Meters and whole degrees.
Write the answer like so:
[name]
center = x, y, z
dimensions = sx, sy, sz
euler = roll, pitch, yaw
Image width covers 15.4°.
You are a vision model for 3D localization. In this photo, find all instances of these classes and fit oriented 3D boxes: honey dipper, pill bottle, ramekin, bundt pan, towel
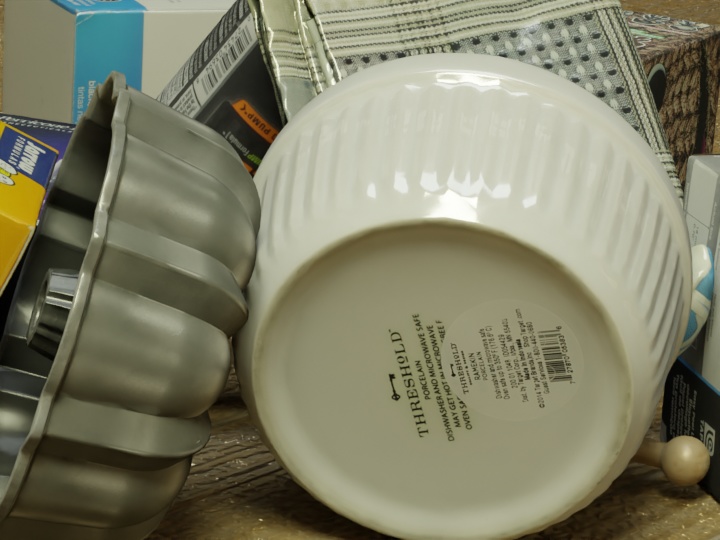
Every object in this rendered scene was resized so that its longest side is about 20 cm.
[honey dipper]
center = 0.071, 0.067, 1.240
dimensions = 0.199, 0.038, 0.038
euler = 11, 17, 28
[pill bottle]
center = -0.059, -0.072, 1.431
dimensions = 0.106, 0.200, 0.107
euler = 25, 40, -23
[ramekin]
center = 0.038, 0.020, 1.115
dimensions = 0.199, 0.201, 0.105
euler = 5, 30, 6
[bundt pan]
center = -0.097, 0.026, 1.086
dimensions = 0.075, 0.203, 0.202
euler = 18, 12, -13
[towel]
center = 0.053, -0.077, 1.277
dimensions = 0.199, 0.194, 0.035
euler = -10, -15, -23

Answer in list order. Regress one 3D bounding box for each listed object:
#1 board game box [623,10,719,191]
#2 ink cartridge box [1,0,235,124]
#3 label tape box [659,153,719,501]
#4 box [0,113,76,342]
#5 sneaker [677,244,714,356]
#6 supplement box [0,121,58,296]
[board game box]
center = 0.114, -0.050, 1.452
dimensions = 0.096, 0.161, 0.200
euler = 11, 18, 25
[ink cartridge box]
center = -0.105, -0.104, 1.628
dimensions = 0.199, 0.146, 0.147
euler = -3, 17, -24
[label tape box]
center = 0.198, 0.040, 1.168
dimensions = 0.063, 0.145, 0.200
euler = 0, 15, -14
[box]
center = -0.171, -0.005, 1.326
dimensions = 0.147, 0.105, 0.200
euler = 9, 16, 21
[sneaker]
center = 0.065, -0.019, 1.189
dimensions = 0.199, 0.073, 0.072
euler = 22, 32, -7
[supplement box]
center = -0.238, -0.035, 1.091
dimensions = 0.199, 0.110, 0.109
euler = 28, 16, -10
